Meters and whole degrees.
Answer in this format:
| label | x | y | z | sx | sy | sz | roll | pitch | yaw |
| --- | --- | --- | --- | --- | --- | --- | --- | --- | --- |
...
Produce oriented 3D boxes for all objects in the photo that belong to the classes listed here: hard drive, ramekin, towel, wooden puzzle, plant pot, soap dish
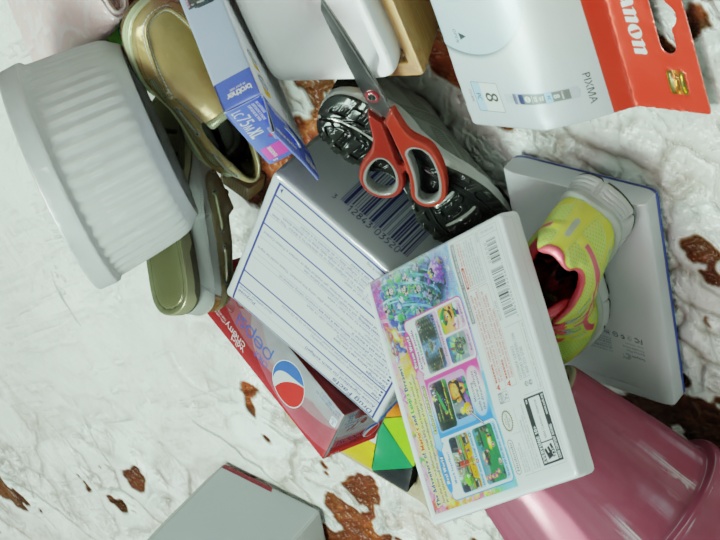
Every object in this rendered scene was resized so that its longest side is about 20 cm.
| label | x | y | z | sx | sy | sz | roll | pitch | yaw |
| --- | --- | --- | --- | --- | --- | --- | --- | --- | --- |
| hard drive | 0.188 | 0.008 | 1.554 | 0.131 | 0.025 | 0.201 | 17 | 137 | 36 |
| ramekin | -0.215 | -0.097 | 1.640 | 0.200 | 0.104 | 0.202 | 155 | 90 | -89 |
| towel | -0.271 | -0.273 | 1.694 | 0.200 | 0.032 | 0.193 | -29 | 83 | 63 |
| wooden puzzle | 0.004 | 0.136 | 1.876 | 0.199 | 0.037 | 0.186 | 33 | 144 | 19 |
| plant pot | 0.188 | 0.182 | 1.561 | 0.179 | 0.200 | 0.200 | 44 | 147 | -7 |
| soap dish | -0.034 | -0.244 | 1.488 | 0.156 | 0.081 | 0.201 | 4 | 128 | 46 |

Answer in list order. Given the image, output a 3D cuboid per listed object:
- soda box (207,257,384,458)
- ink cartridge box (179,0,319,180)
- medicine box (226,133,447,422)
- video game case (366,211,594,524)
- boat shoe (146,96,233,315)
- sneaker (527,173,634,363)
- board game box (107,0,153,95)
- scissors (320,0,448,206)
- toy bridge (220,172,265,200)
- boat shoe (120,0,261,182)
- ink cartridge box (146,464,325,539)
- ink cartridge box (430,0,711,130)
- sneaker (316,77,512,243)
| label | x | y | z | sx | sy | sz | roll | pitch | yaw |
| --- | --- | --- | --- | --- | --- | --- | --- | --- | --- |
| soda box | -0.058 | 0.074 | 1.793 | 0.200 | 0.070 | 0.064 | 50 | 135 | 26 |
| ink cartridge box | -0.098 | -0.167 | 1.550 | 0.201 | 0.042 | 0.119 | 65 | -173 | 21 |
| medicine box | 0.000 | 0.000 | 1.681 | 0.182 | 0.103 | 0.200 | 40 | 146 | 9 |
| video game case | 0.087 | 0.078 | 1.489 | 0.182 | 0.024 | 0.202 | -28 | 75 | 51 |
| boat shoe | -0.156 | -0.060 | 1.756 | 0.074 | 0.068 | 0.202 | -6 | 85 | 44 |
| sneaker | 0.147 | 0.015 | 1.502 | 0.078 | 0.090 | 0.201 | 30 | 145 | 19 |
| board game box | -0.189 | -0.254 | 1.676 | 0.101 | 0.048 | 0.201 | 38 | 145 | 14 |
| scissors | 0.021 | -0.126 | 1.479 | 0.072 | 0.014 | 0.201 | 4 | 134 | 19 |
| toy bridge | -0.110 | -0.150 | 1.715 | 0.067 | 0.027 | 0.201 | 34 | 145 | 20 |
| boat shoe | -0.129 | -0.149 | 1.620 | 0.076 | 0.072 | 0.200 | 42 | 171 | 41 |
| ink cartridge box | -0.124 | 0.350 | 2.137 | 0.144 | 0.145 | 0.201 | 21 | 138 | 31 |
| ink cartridge box | 0.142 | -0.175 | 1.396 | 0.199 | 0.047 | 0.161 | 11 | 132 | 44 |
| sneaker | 0.055 | -0.094 | 1.565 | 0.200 | 0.080 | 0.074 | 41 | 130 | -20 |
